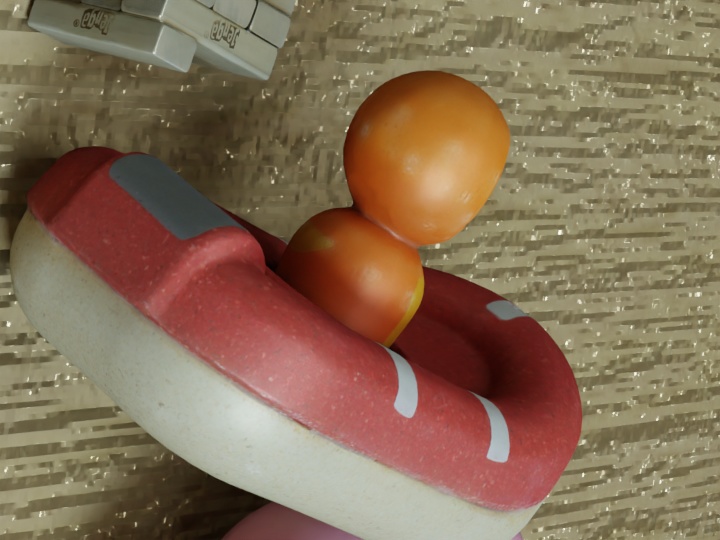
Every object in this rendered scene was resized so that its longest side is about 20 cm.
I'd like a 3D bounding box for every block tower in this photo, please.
[{"bbox_3d":[-0.033,-0.154,0.811,0.058,0.054,0.201,26,81,-51],"label":"block tower"}]

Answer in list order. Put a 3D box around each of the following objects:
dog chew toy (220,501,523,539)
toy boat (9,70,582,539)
[{"bbox_3d":[-0.013,0.128,0.878,0.200,0.124,0.125,-41,131,-48],"label":"dog chew toy"},{"bbox_3d":[0.000,0.000,0.824,0.131,0.130,0.200,-56,143,5],"label":"toy boat"}]
